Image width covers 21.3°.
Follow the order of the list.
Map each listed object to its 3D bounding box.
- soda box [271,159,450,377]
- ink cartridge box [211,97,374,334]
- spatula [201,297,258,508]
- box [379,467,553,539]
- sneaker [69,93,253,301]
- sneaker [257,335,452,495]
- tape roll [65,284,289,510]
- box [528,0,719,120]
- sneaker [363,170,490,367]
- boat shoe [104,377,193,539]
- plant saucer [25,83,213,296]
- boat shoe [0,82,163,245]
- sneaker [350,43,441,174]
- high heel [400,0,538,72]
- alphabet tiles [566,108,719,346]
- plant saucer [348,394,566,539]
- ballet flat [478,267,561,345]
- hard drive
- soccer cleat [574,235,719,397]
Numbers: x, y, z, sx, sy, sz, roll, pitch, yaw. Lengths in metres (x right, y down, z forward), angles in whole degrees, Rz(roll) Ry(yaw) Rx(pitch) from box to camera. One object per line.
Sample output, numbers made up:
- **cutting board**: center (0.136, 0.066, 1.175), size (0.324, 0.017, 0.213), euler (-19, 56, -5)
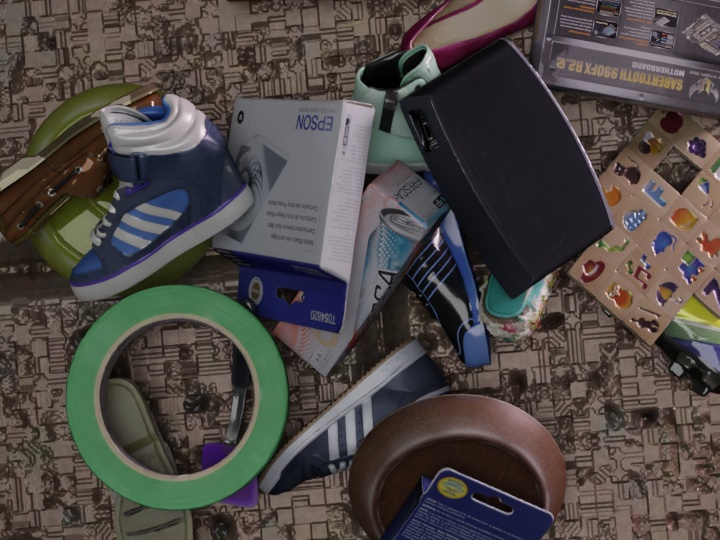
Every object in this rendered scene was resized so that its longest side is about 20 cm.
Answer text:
- **soda box**: center (0.000, 0.000, 1.715), size (0.068, 0.064, 0.200), euler (38, 126, 6)
- **ink cartridge box**: center (-0.067, -0.053, 1.711), size (0.040, 0.199, 0.202), euler (7, 90, -33)
- **spatula**: center (-0.115, 0.123, 1.775), size (0.056, 0.021, 0.202), euler (8, 100, 11)
- **box**: center (0.076, 0.262, 1.719), size (0.121, 0.032, 0.201), euler (25, 118, -14)
- **sneaker**: center (-0.209, -0.076, 1.712), size (0.199, 0.081, 0.147), euler (-28, 110, 16)
- **sneaker**: center (0.007, 0.164, 1.759), size (0.200, 0.070, 0.109), euler (-41, 85, 0)
- **tape roll**: center (-0.163, 0.114, 1.720), size (0.199, 0.048, 0.202), euler (0, 85, 0)
- **box**: center (0.260, -0.229, 1.730), size (0.198, 0.048, 0.160), euler (8, 92, -8)
- **sneaker**: center (0.063, -0.001, 1.759), size (0.077, 0.070, 0.201), euler (-17, 82, 6)
- **boat shoe**: center (-0.199, 0.196, 1.775), size (0.074, 0.068, 0.202), euler (-14, 88, 0)
- **plant saucer**: center (-0.227, -0.076, 1.797), size (0.198, 0.031, 0.202), euler (0, 91, 4)
- **boat shoe**: center (-0.255, -0.097, 1.754), size (0.199, 0.072, 0.068), euler (-32, 92, 13)
- **sneaker**: center (0.086, -0.147, 1.707), size (0.199, 0.119, 0.074), euler (-7, 50, -9)
- **high heel**: center (0.121, -0.248, 1.736), size (0.199, 0.096, 0.068), euler (-32, 85, 4)
- **alphabet tiles**: center (0.282, -0.034, 1.731), size (0.167, 0.008, 0.200), euler (42, 71, 2)
- **plant saucer**: center (0.087, 0.203, 1.722), size (0.199, 0.035, 0.202), euler (1, 121, 1)
- **ballet flat**: center (0.157, -0.020, 1.744), size (0.075, 0.064, 0.201), euler (15, 64, 23)
- **hard drive**: center (0.134, -0.092, 1.667), size (0.134, 0.042, 0.201), euler (-33, 96, -23)
- **soccer cleat**: center (0.279, 0.026, 1.749), size (0.200, 0.065, 0.084), euler (45, 74, 5)
